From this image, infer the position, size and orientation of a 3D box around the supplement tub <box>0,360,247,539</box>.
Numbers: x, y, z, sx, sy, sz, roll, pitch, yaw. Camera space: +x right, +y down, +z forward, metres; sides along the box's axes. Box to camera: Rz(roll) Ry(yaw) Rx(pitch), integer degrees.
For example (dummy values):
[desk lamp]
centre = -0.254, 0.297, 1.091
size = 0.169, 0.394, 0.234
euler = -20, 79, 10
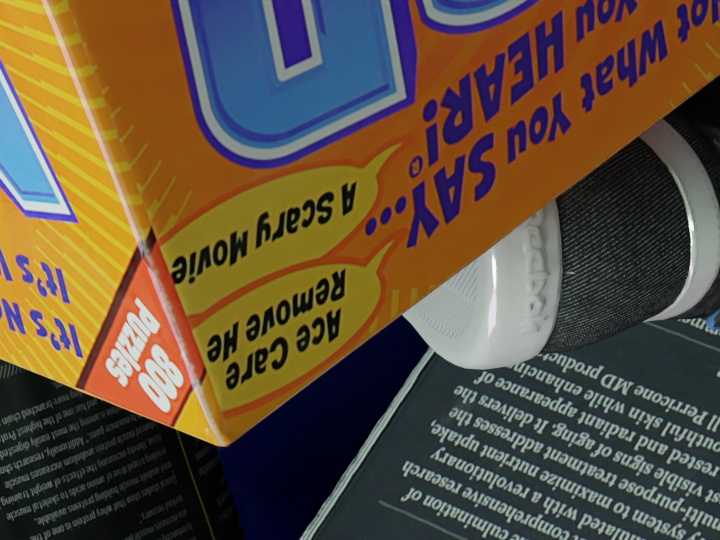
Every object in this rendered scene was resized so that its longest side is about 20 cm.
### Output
[supplement tub]
centre = -0.094, 0.065, 0.689
size = 0.122, 0.122, 0.200
euler = -10, 99, 67

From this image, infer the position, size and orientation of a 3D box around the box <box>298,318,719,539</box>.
[box]
centre = 0.088, 0.098, 0.699
size = 0.124, 0.197, 0.200
euler = 23, 160, 37

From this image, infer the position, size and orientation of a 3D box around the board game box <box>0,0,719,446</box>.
[board game box]
centre = -0.046, -0.121, 0.539
size = 0.200, 0.200, 0.200
euler = 16, 134, 48

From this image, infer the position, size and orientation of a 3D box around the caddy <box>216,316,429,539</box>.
[caddy]
centre = 0.000, 0.000, 0.782
size = 0.141, 0.200, 0.105
euler = 27, 169, 34

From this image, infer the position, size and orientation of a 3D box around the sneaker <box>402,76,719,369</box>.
[sneaker]
centre = 0.046, -0.030, 0.643
size = 0.200, 0.112, 0.073
euler = -130, 39, -62
